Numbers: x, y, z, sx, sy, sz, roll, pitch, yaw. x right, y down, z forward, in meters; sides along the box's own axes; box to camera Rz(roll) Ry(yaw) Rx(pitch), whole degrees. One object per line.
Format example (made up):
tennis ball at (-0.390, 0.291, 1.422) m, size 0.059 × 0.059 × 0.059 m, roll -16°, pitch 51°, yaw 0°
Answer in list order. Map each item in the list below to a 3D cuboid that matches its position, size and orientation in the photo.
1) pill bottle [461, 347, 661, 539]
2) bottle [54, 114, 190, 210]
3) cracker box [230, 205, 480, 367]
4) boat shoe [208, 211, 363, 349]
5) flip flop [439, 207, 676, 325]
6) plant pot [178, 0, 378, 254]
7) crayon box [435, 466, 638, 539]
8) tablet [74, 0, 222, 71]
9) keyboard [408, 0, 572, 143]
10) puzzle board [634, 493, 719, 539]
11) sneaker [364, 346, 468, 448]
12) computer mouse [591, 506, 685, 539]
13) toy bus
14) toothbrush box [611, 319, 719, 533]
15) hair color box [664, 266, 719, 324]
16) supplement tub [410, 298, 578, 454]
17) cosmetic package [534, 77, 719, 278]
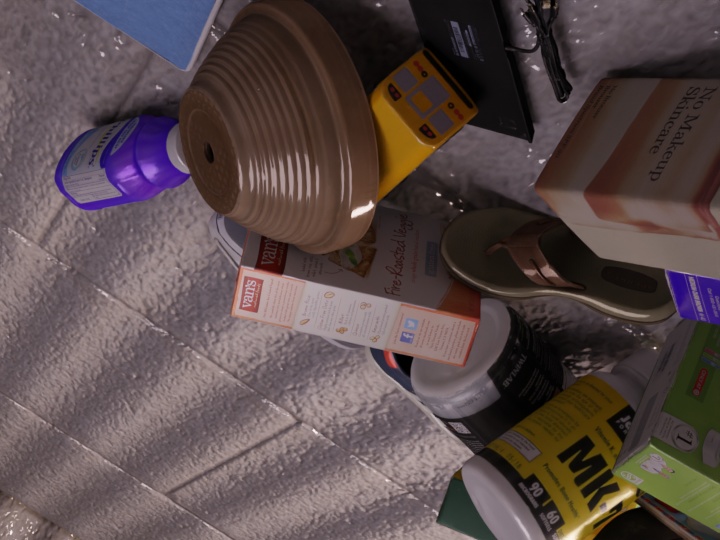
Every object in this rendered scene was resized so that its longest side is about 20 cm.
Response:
pill bottle at (0.198, 0.161, 1.212) m, size 0.114 × 0.200 × 0.114 m, roll 51°, pitch 166°, yaw 18°
bottle at (-0.210, -0.104, 1.298) m, size 0.200 × 0.084 × 0.065 m, roll -5°, pitch 138°, yaw 49°
cracker box at (0.000, 0.000, 1.159) m, size 0.199 × 0.134 × 0.058 m, roll 12°, pitch 125°, yaw -3°
boat shoe at (-0.068, 0.003, 1.376) m, size 0.200 × 0.074 × 0.065 m, roll 47°, pitch 155°, yaw -12°
flip flop at (0.162, -0.010, 1.105) m, size 0.199 × 0.081 × 0.058 m, roll 17°, pitch 156°, yaw 15°
plant pot at (-0.077, -0.101, 1.055) m, size 0.201 × 0.092 × 0.202 m, roll 42°, pitch 141°, yaw 45°
crayon box at (0.190, 0.248, 1.431) m, size 0.172 × 0.059 × 0.200 m, roll 21°, pitch -169°, yaw 17°
tablet at (-0.169, -0.240, 1.101) m, size 0.130 × 0.014 × 0.200 m, roll 32°, pitch 152°, yaw -6°
keyboard at (0.094, -0.163, 0.972) m, size 0.127 × 0.021 × 0.200 m, roll 20°, pitch 154°, yaw 31°
puzzle board at (0.323, 0.211, 1.239) m, size 0.150 × 0.017 × 0.200 m, roll 4°, pitch -166°, yaw -24°
sneaker at (0.097, 0.117, 1.393) m, size 0.200 × 0.075 × 0.085 m, roll 33°, pitch 158°, yaw -8°
computer mouse at (0.273, 0.223, 1.269) m, size 0.140 × 0.199 × 0.046 m, roll 35°, pitch 123°, yaw 53°
toy bus at (0.018, -0.098, 1.078) m, size 0.065 × 0.078 × 0.200 m, roll 48°, pitch 151°, yaw -2°
toothbrush box at (0.330, 0.142, 1.132) m, size 0.199 × 0.146 × 0.086 m, roll 28°, pitch 153°, yaw 1°
hair color box at (0.319, -0.009, 0.921) m, size 0.199 × 0.110 × 0.065 m, roll 11°, pitch 148°, yaw 33°
supplement tub at (0.149, 0.130, 1.313) m, size 0.122 × 0.123 × 0.200 m, roll -4°, pitch 138°, yaw 48°
cosmetic package at (0.219, -0.060, 0.886) m, size 0.087 × 0.104 × 0.200 m, roll 41°, pitch 165°, yaw -29°
